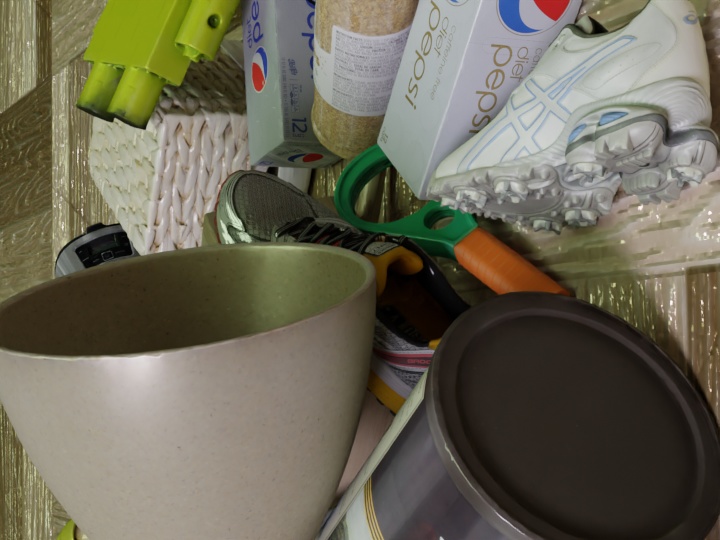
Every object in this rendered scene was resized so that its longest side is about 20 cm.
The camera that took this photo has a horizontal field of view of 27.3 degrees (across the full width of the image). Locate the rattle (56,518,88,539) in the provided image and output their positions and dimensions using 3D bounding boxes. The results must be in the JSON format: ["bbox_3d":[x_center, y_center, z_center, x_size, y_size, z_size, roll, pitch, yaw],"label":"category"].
[{"bbox_3d":[-0.128,0.206,1.145,0.143,0.199,0.131,-87,1,-64],"label":"rattle"}]

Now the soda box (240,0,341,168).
[{"bbox_3d":[-0.046,-0.178,1.068,0.068,0.063,0.201,154,114,-62],"label":"soda box"}]

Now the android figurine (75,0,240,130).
[{"bbox_3d":[-0.143,-0.201,1.091,0.182,0.041,0.200,15,80,57],"label":"android figurine"}]

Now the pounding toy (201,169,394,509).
[{"bbox_3d":[-0.024,0.036,0.968,0.200,0.142,0.184,-117,27,-42],"label":"pounding toy"}]

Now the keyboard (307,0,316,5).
[{"bbox_3d":[-0.028,-0.200,0.945,0.200,0.040,0.104,25,158,32],"label":"keyboard"}]

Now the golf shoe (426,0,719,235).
[{"bbox_3d":[0.108,-0.077,0.755,0.200,0.078,0.097,-15,62,56],"label":"golf shoe"}]

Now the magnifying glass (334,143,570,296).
[{"bbox_3d":[0.053,-0.024,0.869,0.200,0.080,0.022,41,165,49],"label":"magnifying glass"}]

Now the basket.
[{"bbox_3d":[-0.132,-0.097,1.176,0.200,0.123,0.136,47,131,55],"label":"basket"}]

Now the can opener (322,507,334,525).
[{"bbox_3d":[-0.024,0.178,0.921,0.067,0.200,0.053,29,-139,-72],"label":"can opener"}]

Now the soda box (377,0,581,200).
[{"bbox_3d":[0.073,-0.139,0.820,0.068,0.064,0.200,-121,40,-48],"label":"soda box"}]

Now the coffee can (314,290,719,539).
[{"bbox_3d":[0.066,0.128,0.732,0.200,0.146,0.147,119,143,-46],"label":"coffee can"}]

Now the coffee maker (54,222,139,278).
[{"bbox_3d":[-0.193,0.085,1.287,0.200,0.134,0.192,-126,43,-52],"label":"coffee maker"}]

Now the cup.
[{"bbox_3d":[-0.084,0.079,0.759,0.200,0.200,0.144,22,121,63],"label":"cup"}]

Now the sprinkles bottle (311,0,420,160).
[{"bbox_3d":[0.005,-0.148,0.888,0.200,0.068,0.068,94,163,-58],"label":"sprinkles bottle"}]

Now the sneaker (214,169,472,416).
[{"bbox_3d":[0.000,0.000,0.847,0.200,0.078,0.082,37,143,18],"label":"sneaker"}]
